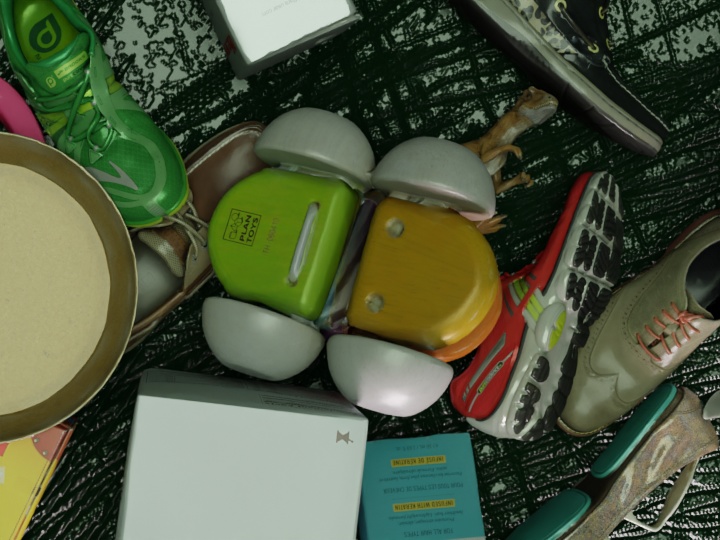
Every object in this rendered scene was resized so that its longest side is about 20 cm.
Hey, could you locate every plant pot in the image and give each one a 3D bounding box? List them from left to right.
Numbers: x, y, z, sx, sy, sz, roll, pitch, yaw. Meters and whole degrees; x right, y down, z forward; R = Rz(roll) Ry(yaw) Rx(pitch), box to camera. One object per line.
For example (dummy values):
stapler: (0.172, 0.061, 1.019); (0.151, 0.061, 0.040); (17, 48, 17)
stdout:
plant pot: (-0.243, 0.012, 1.353); (0.198, 0.027, 0.202); (1, 84, -7)

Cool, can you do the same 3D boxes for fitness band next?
fitness band: (-0.271, -0.043, 1.394); (0.142, 0.037, 0.202); (-17, 81, -11)

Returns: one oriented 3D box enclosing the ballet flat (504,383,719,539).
ballet flat: (0.173, 0.168, 1.446); (0.200, 0.068, 0.067); (-44, 101, -1)

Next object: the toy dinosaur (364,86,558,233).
toy dinosaur: (0.052, -0.057, 1.443); (0.198, 0.061, 0.107); (-23, 62, 0)

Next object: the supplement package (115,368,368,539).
supplement package: (-0.085, 0.172, 1.354); (0.145, 0.200, 0.193); (7, 90, -5)

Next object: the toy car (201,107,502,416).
toy car: (0.000, 0.000, 1.378); (0.198, 0.150, 0.177); (14, 82, 15)

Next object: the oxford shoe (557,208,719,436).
oxford shoe: (0.206, 0.034, 1.440); (0.070, 0.075, 0.200); (41, 88, -6)

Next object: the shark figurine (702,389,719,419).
shark figurine: (0.320, 0.136, 1.432); (0.127, 0.089, 0.217); (-13, 87, -27)

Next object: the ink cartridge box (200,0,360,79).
ink cartridge box: (-0.083, -0.234, 1.372); (0.084, 0.145, 0.201); (-27, 93, -4)

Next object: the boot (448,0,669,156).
boot: (0.166, -0.194, 1.434); (0.203, 0.073, 0.154); (41, 85, -6)

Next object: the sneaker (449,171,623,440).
sneaker: (0.117, 0.015, 1.435); (0.084, 0.077, 0.201); (17, 74, 33)

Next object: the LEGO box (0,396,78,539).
LEGO box: (-0.298, 0.160, 1.395); (0.148, 0.077, 0.201); (27, 88, -5)

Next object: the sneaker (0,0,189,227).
sneaker: (-0.187, -0.111, 1.378); (0.074, 0.084, 0.201); (-36, 76, 1)

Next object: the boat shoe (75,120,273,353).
boat shoe: (-0.123, -0.017, 1.410); (0.076, 0.072, 0.200); (40, 88, -5)

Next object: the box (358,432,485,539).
box: (0.046, 0.213, 1.398); (0.081, 0.049, 0.202); (-5, 63, -6)
